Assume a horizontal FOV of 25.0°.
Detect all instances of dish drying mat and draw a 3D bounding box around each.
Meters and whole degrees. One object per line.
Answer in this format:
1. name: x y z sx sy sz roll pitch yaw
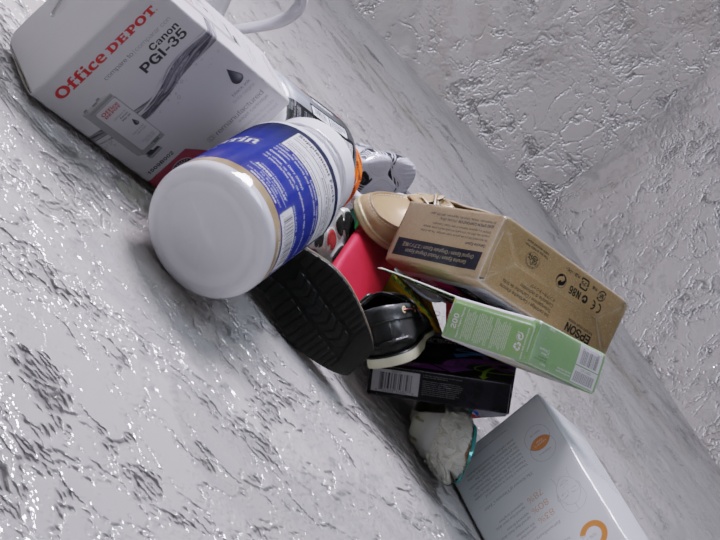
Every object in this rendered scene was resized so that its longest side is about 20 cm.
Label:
1. dish drying mat: 0.000 0.000 1.706 0.200 0.018 0.077 -57 135 -59

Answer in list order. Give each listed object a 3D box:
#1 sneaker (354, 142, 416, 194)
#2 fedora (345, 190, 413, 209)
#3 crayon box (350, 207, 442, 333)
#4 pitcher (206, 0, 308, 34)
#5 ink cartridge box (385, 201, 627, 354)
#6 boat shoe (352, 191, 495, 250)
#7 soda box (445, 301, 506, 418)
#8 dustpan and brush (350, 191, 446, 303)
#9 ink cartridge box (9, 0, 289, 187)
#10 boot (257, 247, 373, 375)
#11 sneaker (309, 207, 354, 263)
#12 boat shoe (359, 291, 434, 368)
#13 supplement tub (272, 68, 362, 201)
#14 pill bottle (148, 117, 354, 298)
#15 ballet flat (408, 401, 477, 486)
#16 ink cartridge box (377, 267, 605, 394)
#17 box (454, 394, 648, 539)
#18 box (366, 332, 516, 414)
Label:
1. sneaker: -0.028 -0.143 1.972 0.199 0.075 0.115 1 41 -39
2. fedora: 0.049 -0.052 2.059 0.177 0.090 0.200 44 13 -30
3. crayon box: 0.029 0.019 1.865 0.127 0.051 0.200 46 13 -24
4. pitcher: -0.166 -0.272 1.651 0.172 0.200 0.122 44 13 -31
5. ink cartridge box: 0.150 0.011 1.680 0.199 0.076 0.164 32 -12 -33
6. boat shoe: 0.075 -0.058 1.763 0.199 0.064 0.072 10 52 -45
7. soda box: 0.131 0.063 1.834 0.070 0.063 0.202 68 21 -56
8. dustpan and brush: 0.028 -0.059 1.862 0.201 0.057 0.140 55 22 -23
9. ink cartridge box: -0.182 -0.171 1.407 0.200 0.146 0.083 37 17 -46
10. boot: -0.058 0.003 1.539 0.200 0.077 0.138 51 7 -2
11. sneaker: -0.066 -0.056 1.655 0.083 0.081 0.200 12 -20 15
12. boat shoe: 0.032 0.050 1.630 0.201 0.073 0.064 -52 128 -82
13. supplement tub: -0.082 -0.132 1.731 0.123 0.122 0.200 56 12 27
14. pill bottle: -0.085 -0.061 1.379 0.116 0.116 0.200 50 30 1
15. ballet flat: 0.078 0.161 1.613 0.072 0.072 0.200 49 9 -4
16. ink cartridge box: 0.122 0.058 1.585 0.199 0.048 0.145 17 -5 37
17. box: 0.191 0.245 1.590 0.097 0.124 0.201 39 17 -45
18. box: 0.089 0.100 1.671 0.141 0.036 0.200 8 8 6
